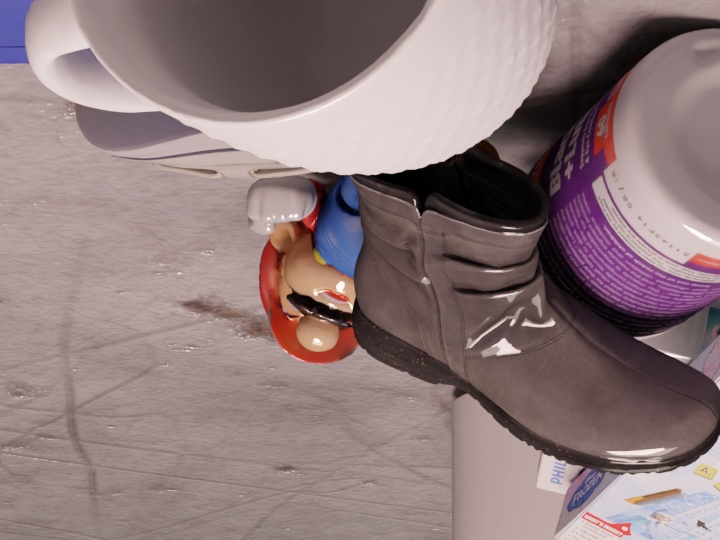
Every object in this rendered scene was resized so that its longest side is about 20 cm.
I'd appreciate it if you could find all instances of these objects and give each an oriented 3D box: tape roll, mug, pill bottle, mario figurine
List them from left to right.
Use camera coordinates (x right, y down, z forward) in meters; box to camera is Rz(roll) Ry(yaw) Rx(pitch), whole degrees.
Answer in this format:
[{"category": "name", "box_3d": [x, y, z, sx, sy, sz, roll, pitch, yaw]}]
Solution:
[{"category": "mug", "box_3d": [-0.026, -0.100, 0.778, 0.200, 0.148, 0.175, -15, 167, 18]}, {"category": "mario figurine", "box_3d": [0.000, 0.000, 1.125, 0.106, 0.123, 0.200, -30, 170, -31]}, {"category": "tape roll", "box_3d": [0.165, 0.162, 1.547, 0.203, 0.139, 0.203, 0, 167, 0]}, {"category": "pill bottle", "box_3d": [0.141, -0.030, 1.049, 0.111, 0.111, 0.200, 5, 160, -16]}]

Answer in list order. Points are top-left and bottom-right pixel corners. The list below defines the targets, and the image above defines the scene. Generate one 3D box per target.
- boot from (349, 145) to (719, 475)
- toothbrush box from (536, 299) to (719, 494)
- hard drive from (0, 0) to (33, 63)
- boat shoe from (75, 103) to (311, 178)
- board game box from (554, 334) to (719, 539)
[{"category": "boot", "box_3d": [0.079, 0.014, 1.001, 0.200, 0.070, 0.132, 19, 142, 15]}, {"category": "toothbrush box", "box_3d": [0.209, 0.072, 1.204, 0.200, 0.085, 0.146, 12, 139, 7]}, {"category": "hard drive", "box_3d": [-0.126, -0.136, 0.865, 0.132, 0.025, 0.200, -1, 161, 2]}, {"category": "boat shoe", "box_3d": [-0.031, -0.074, 0.981, 0.200, 0.072, 0.066, -8, 164, 23]}, {"category": "board game box", "box_3d": [0.239, 0.128, 1.157, 0.200, 0.041, 0.200, 27, 139, -9]}]
